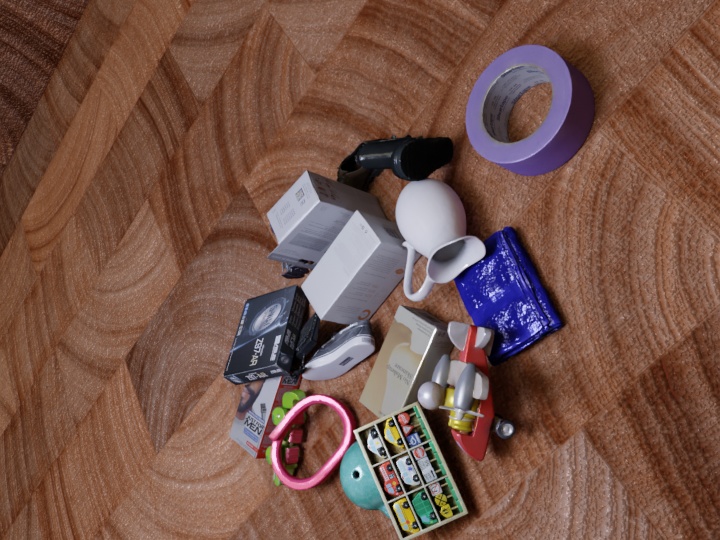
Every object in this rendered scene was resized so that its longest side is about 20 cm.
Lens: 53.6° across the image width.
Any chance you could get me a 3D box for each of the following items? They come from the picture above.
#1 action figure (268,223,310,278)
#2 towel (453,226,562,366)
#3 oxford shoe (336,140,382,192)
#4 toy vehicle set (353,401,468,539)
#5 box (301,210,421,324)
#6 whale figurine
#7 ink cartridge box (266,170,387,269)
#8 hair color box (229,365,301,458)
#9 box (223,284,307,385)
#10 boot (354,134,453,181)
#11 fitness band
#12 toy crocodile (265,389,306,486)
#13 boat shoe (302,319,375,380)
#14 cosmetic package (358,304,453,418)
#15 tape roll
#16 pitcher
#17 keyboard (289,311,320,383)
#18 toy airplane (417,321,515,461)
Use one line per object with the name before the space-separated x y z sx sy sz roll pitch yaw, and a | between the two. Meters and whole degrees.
action figure | -0.143 -0.087 1.575 0.130 0.069 0.201 -23 62 44
towel | 0.235 0.041 1.198 0.147 0.049 0.201 -38 57 31
oxford shoe | -0.026 -0.187 1.474 0.073 0.084 0.201 48 116 36
toy vehicle set | 0.085 0.340 1.212 0.124 0.027 0.201 -26 75 5
box | 0.000 0.000 1.379 0.200 0.124 0.098 -52 51 22
whale figurine | 0.050 0.360 1.266 0.199 0.104 0.160 -9 74 34
ink cartridge box | -0.076 -0.088 1.416 0.175 0.199 0.084 -42 54 28
hair color box | -0.208 0.294 1.557 0.111 0.064 0.201 22 95 45
box | -0.203 0.139 1.538 0.160 0.044 0.201 -16 47 35
boot | 0.063 -0.212 1.324 0.162 0.198 0.074 6 111 34
fitness band | -0.098 0.340 1.416 0.144 0.037 0.200 42 97 17
toy crocodile | -0.148 0.347 1.484 0.062 0.067 0.201 4 83 43
boat shoe | -0.047 0.159 1.427 0.200 0.071 0.068 -38 44 39
cosmetic package | 0.086 0.176 1.295 0.105 0.071 0.201 29 101 42
tape roll | 0.281 -0.266 1.197 0.199 0.085 0.201 -11 74 43
pitcher | 0.118 -0.057 1.263 0.172 0.121 0.201 -46 39 23
keyboard | -0.117 0.157 1.450 0.200 0.020 0.128 130 151 -65
toy airplane | 0.159 0.180 1.145 0.200 0.140 0.201 -104 8 -45
